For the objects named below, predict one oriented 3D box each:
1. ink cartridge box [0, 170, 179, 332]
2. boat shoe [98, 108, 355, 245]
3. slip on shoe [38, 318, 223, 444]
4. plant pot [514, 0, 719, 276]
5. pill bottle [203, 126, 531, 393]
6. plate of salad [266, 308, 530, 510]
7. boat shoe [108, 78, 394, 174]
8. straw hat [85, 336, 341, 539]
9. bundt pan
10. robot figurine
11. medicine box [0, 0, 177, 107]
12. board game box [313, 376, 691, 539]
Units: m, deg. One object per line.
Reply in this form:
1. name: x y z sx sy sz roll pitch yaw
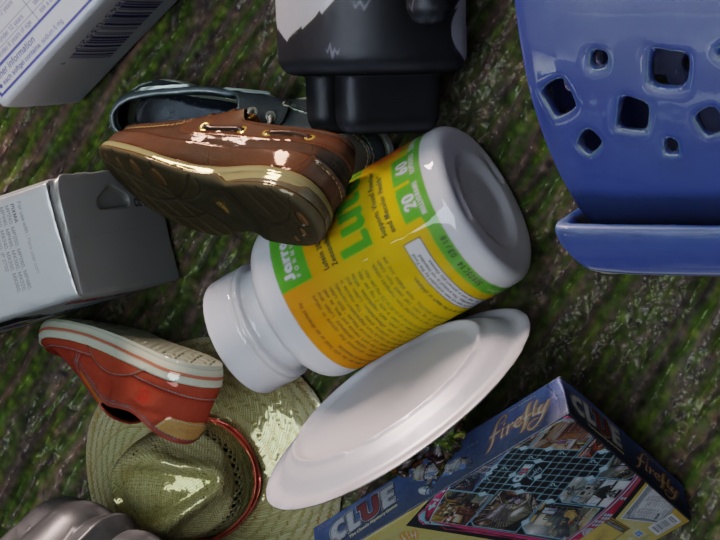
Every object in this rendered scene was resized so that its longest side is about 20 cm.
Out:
1. ink cartridge box: -0.246 -0.002 1.622 0.199 0.146 0.083 -16 88 25
2. boat shoe: -0.084 -0.067 1.529 0.200 0.072 0.068 11 57 41
3. slip on shoe: -0.161 0.070 1.596 0.200 0.074 0.061 18 98 53
4. plant pot: 0.214 -0.097 1.389 0.199 0.200 0.181 0 102 23
5. pill bottle: 0.000 0.000 1.532 0.200 0.111 0.111 -29 83 23
6. plate of salad: 0.028 0.093 1.492 0.200 0.200 0.048 -28 105 23
7. boat shoe: -0.076 -0.086 1.584 0.199 0.062 0.073 14 100 22
8. straw hat: -0.120 0.144 1.614 0.200 0.085 0.202 2 96 24
9. bundt pan: -0.156 0.225 1.597 0.202 0.202 0.076 32 68 18
10. robot figurine: 0.004 -0.187 1.504 0.150 0.125 0.201 1 95 24
11. medicine box: -0.217 -0.244 1.608 0.182 0.103 0.200 -43 78 21
12. board game box: 0.089 0.161 1.506 0.200 0.135 0.035 -33 37 22
